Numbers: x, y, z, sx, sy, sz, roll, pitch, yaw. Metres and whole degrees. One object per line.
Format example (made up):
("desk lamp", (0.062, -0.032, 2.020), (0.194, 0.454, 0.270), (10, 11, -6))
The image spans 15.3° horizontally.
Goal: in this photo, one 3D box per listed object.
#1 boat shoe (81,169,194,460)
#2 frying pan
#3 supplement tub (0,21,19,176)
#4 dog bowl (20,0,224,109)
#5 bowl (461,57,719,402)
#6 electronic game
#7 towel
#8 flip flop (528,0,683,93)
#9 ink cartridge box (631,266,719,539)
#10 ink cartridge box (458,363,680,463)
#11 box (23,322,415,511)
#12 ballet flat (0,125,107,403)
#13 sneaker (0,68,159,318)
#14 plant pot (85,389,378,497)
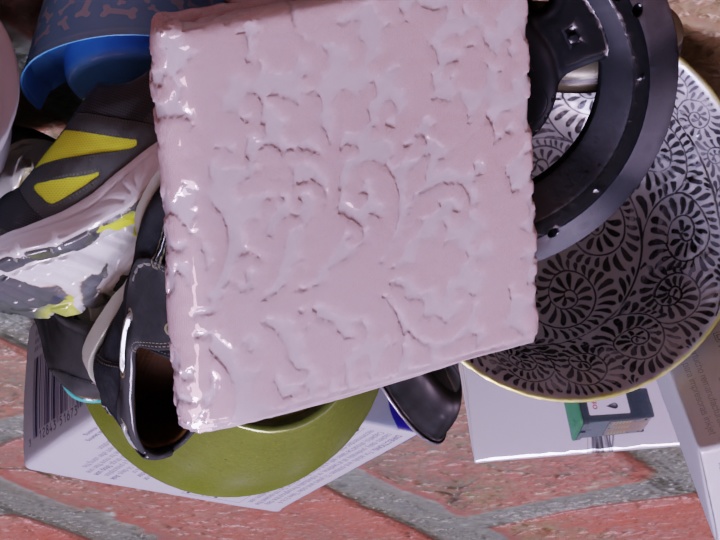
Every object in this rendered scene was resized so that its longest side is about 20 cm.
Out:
("boat shoe", (-0.079, 0.011, 1.295), (0.071, 0.068, 0.200), (1, 138, -25))
("frying pan", (0.006, 0.003, 1.405), (0.031, 0.191, 0.115), (-27, 166, 14))
("supplement tub", (-0.259, -0.062, 1.366), (0.140, 0.141, 0.200), (8, 156, -21))
("dog bowl", (-0.102, -0.099, 1.404), (0.111, 0.050, 0.200), (-9, 156, 17))
("bowl", (0.102, -0.033, 1.441), (0.200, 0.202, 0.094), (4, -179, -13))
("electronic game", (0.056, -0.093, 1.294), (0.199, 0.201, 0.042), (3, -159, -10))
("towel", (-0.006, -0.038, 1.237), (0.190, 0.201, 0.032), (-14, -155, -25))
("flip flop", (0.061, -0.122, 1.338), (0.199, 0.081, 0.058), (-2, 128, 7))
("ink cartridge box", (0.265, 0.045, 1.461), (0.199, 0.145, 0.084), (-16, 133, 1))
("ink cartridge box", (0.171, 0.068, 1.716), (0.199, 0.085, 0.146), (-6, -178, 11))
("box", (-0.091, 0.070, 1.738), (0.199, 0.105, 0.184), (13, 153, -29))
("ballet flat", (-0.158, -0.022, 1.433), (0.068, 0.200, 0.069), (-13, 143, -22))
("sneaker", (-0.128, -0.044, 1.338), (0.199, 0.085, 0.074), (-26, 146, 24))
("plant pot", (-0.061, 0.037, 1.477), (0.186, 0.188, 0.200), (3, 178, -9))
